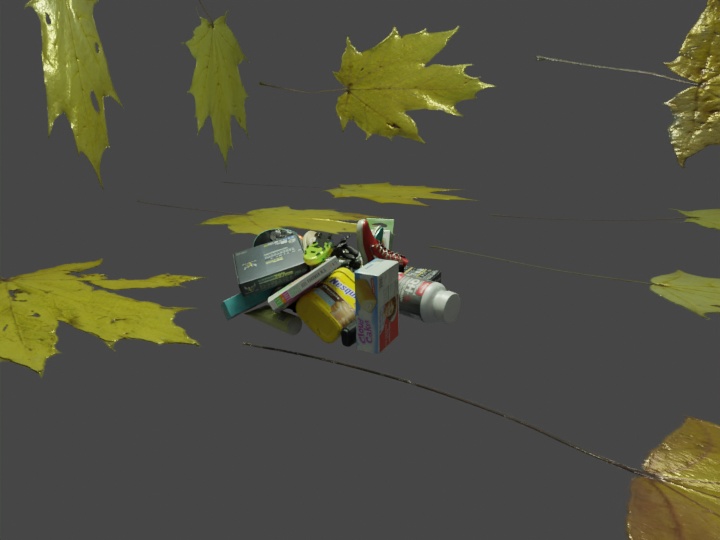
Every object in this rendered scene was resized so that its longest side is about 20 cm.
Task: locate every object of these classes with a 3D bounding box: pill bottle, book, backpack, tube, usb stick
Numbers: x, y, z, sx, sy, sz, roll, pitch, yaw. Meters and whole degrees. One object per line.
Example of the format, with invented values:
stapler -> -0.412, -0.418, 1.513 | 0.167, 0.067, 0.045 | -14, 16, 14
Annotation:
pill bottle -> 0.168, 0.079, 1.441 | 0.198, 0.113, 0.110 | 15, 25, 41
book -> -0.141, 0.035, 1.347 | 0.198, 0.048, 0.134 | -34, 2, -8
backpack -> -0.250, -0.024, 1.636 | 0.172, 0.205, 0.153 | -2, 0, 1
tube -> -0.234, 0.127, 1.443 | 0.198, 0.053, 0.058 | 14, -15, 46
usb stick -> 0.016, 0.138, 1.371 | 0.032, 0.057, 0.199 | 12, 23, 32

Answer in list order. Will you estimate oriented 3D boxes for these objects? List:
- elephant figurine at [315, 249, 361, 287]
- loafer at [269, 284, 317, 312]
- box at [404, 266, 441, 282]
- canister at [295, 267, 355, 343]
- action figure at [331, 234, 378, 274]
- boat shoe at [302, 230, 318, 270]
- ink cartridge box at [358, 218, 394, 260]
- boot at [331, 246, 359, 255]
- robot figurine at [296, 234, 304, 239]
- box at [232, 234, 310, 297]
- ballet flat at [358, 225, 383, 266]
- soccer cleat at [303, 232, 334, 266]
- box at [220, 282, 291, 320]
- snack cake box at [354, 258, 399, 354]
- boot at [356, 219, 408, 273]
elephant figurine -> -0.098, 0.011, 1.619 | 0.198, 0.157, 0.142 | -15, 53, -41
loafer -> -0.173, 0.089, 1.492 | 0.073, 0.072, 0.198 | -40, -24, 28
box -> 0.146, 0.040, 1.655 | 0.158, 0.050, 0.199 | 9, 22, 25
canister -> -0.064, 0.090, 1.403 | 0.148, 0.087, 0.200 | 43, 34, 7
action figure -> 0.000, 0.000, 1.534 | 0.101, 0.202, 0.119 | -28, 14, 23
boat shoe -> -0.138, -0.060, 1.593 | 0.064, 0.073, 0.201 | -12, 29, 11
ink cartridge box -> 0.053, -0.084, 1.788 | 0.102, 0.204, 0.059 | 3, -10, 15
boot -> -0.048, -0.049, 1.796 | 0.130, 0.071, 0.199 | -21, 0, -40
robot figurine -> -0.222, -0.059, 1.814 | 0.141, 0.119, 0.200 | -18, -7, 0
box -> -0.248, -0.018, 1.472 | 0.196, 0.052, 0.159 | -18, 38, -8
ballet flat -> 0.022, -0.052, 1.722 | 0.063, 0.204, 0.076 | 10, -11, 24
soccer cleat -> -0.110, -0.042, 1.446 | 0.063, 0.085, 0.201 | 5, 20, 7
box -> -0.289, 0.070, 1.485 | 0.198, 0.050, 0.082 | -27, -1, -24
snack cake box -> 0.042, 0.086, 1.292 | 0.066, 0.204, 0.115 | 8, 21, 27
boot -> 0.069, -0.065, 1.586 | 0.142, 0.203, 0.073 | -1, 34, 24
